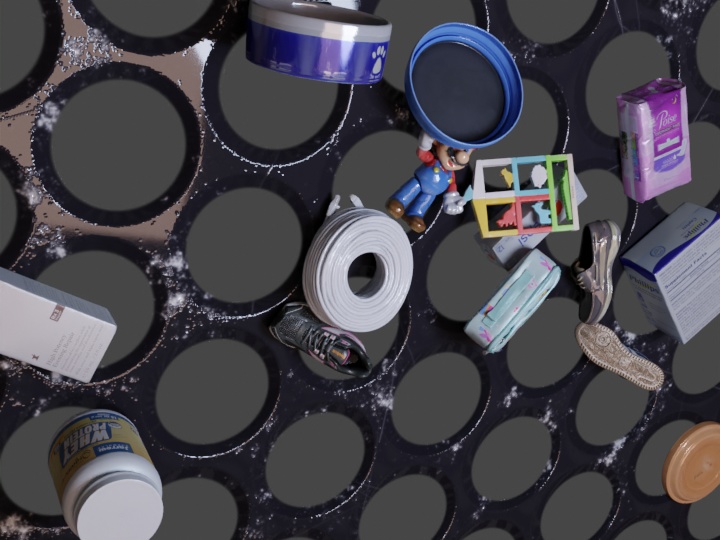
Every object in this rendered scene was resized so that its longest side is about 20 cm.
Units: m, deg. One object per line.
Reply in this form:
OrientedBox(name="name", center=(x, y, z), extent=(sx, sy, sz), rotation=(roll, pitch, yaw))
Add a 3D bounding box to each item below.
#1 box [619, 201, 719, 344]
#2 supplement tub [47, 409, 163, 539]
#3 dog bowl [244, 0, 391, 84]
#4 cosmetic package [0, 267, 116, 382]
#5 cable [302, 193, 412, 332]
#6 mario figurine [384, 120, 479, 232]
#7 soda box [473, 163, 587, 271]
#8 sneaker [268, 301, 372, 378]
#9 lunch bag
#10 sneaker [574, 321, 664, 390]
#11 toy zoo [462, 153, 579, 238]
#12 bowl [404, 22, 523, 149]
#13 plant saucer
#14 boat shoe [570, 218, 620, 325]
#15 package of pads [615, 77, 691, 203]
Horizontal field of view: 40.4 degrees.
OrientedBox(name="box", center=(0.633, 0.003, 1.908), extent=(0.183, 0.105, 0.201), rotation=(-39, 123, -8))
OrientedBox(name="supplement tub", center=(-0.376, 0.310, 1.446), extent=(0.143, 0.200, 0.146), rotation=(-10, 114, -24))
OrientedBox(name="dog bowl", center=(-0.059, -0.320, 1.356), extent=(0.198, 0.200, 0.080), rotation=(-1, 114, -27))
OrientedBox(name="cosmetic package", center=(-0.459, 0.075, 1.384), extent=(0.199, 0.074, 0.102), rotation=(24, 97, -34))
OrientedBox(name="cable", center=(0.000, 0.000, 1.579), extent=(0.199, 0.069, 0.201), rotation=(34, 81, -37))
OrientedBox(name="mario figurine", center=(0.128, -0.157, 1.574), extent=(0.201, 0.106, 0.123), rotation=(-54, 158, 11))
OrientedBox(name="soda box", center=(0.297, -0.094, 1.714), extent=(0.200, 0.068, 0.064), rotation=(-43, 121, -7))
OrientedBox(name="sneaker", center=(-0.053, 0.117, 1.605), extent=(0.199, 0.086, 0.081), rotation=(25, 96, -32))
OrientedBox(name="lunch bag", center=(0.264, 0.058, 1.703), extent=(0.077, 0.160, 0.200), rotation=(40, 92, 9))
OrientedBox(name="sneaker", center=(0.497, 0.162, 1.932), extent=(0.199, 0.109, 0.070), rotation=(34, 96, -3))
OrientedBox(name="toy zoo", center=(0.266, -0.125, 1.658), extent=(0.198, 0.020, 0.133), rotation=(-5, 87, -5))
OrientedBox(name="bowl", center=(0.159, -0.285, 1.528), extent=(0.199, 0.039, 0.203), rotation=(5, 77, -21))
OrientedBox(name="plant saucer", center=(0.762, 0.435, 2.197), extent=(0.198, 0.032, 0.202), rotation=(-10, 114, -23))
OrientedBox(name="boat shoe", center=(0.426, 0.001, 1.828), extent=(0.073, 0.074, 0.202), rotation=(4, 100, -18))
OrientedBox(name="package of pads", center=(0.534, -0.236, 1.777), extent=(0.120, 0.076, 0.202), rotation=(-24, 119, -20))
